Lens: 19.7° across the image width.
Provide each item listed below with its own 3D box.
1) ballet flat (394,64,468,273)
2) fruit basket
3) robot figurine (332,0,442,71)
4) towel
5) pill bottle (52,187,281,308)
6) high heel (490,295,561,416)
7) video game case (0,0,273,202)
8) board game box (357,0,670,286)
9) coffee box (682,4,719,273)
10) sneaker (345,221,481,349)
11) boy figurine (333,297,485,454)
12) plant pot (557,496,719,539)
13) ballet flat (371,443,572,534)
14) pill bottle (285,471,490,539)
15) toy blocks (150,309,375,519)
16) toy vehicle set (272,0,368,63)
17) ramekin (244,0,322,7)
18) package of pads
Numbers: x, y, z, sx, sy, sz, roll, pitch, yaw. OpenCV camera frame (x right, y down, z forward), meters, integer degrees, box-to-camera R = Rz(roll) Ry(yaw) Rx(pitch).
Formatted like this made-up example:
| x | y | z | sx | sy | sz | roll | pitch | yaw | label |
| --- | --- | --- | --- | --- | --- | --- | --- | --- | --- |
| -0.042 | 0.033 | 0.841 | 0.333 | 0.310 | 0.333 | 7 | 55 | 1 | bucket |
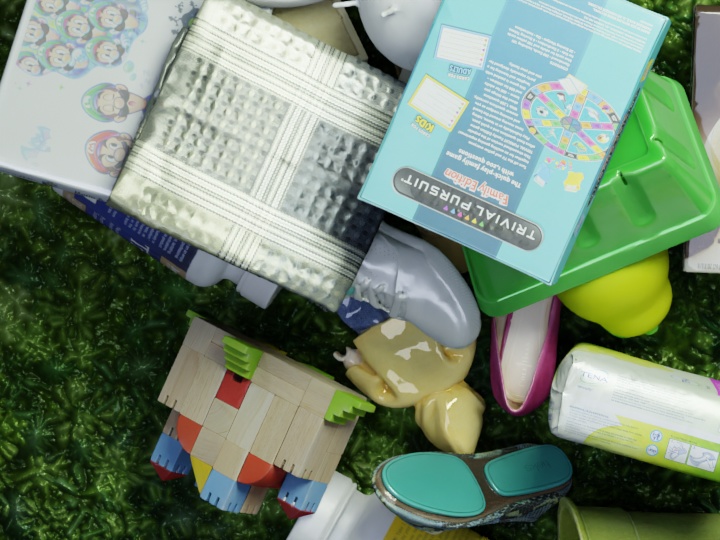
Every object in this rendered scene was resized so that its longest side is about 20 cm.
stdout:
| x | y | z | sx | sy | sz | roll | pitch | yaw | label |
| --- | --- | --- | --- | --- | --- | --- | --- | --- | --- |
| 0.053 | -0.093 | 1.635 | 0.068 | 0.063 | 0.201 | 1 | 100 | 45 | ballet flat |
| 0.173 | -0.042 | 1.565 | 0.215 | 0.216 | 0.156 | -22 | 61 | 12 | fruit basket |
| 0.081 | -0.213 | 1.558 | 0.199 | 0.169 | 0.113 | -16 | 97 | -29 | robot figurine |
| -0.068 | -0.091 | 1.548 | 0.199 | 0.035 | 0.193 | 27 | 77 | -8 | towel |
| -0.137 | -0.057 | 1.650 | 0.200 | 0.111 | 0.111 | 33 | 104 | 2 | pill bottle |
| 0.128 | 0.012 | 1.630 | 0.067 | 0.096 | 0.201 | 7 | 102 | 8 | high heel |
| -0.175 | -0.149 | 1.569 | 0.181 | 0.024 | 0.201 | 16 | 76 | -3 | video game case |
| 0.107 | -0.112 | 1.447 | 0.150 | 0.047 | 0.201 | 25 | 97 | 10 | board game box |
| 0.307 | -0.102 | 1.588 | 0.112 | 0.080 | 0.201 | 2 | 101 | 9 | coffee box |
| 0.000 | 0.000 | 1.583 | 0.200 | 0.088 | 0.075 | 43 | 145 | 12 | sneaker |
| 0.045 | 0.059 | 1.670 | 0.124 | 0.064 | 0.200 | -34 | 95 | 13 | boy figurine |
| 0.265 | 0.264 | 1.627 | 0.189 | 0.200 | 0.201 | -8 | 100 | -2 | plant pot |
| 0.082 | 0.181 | 1.639 | 0.199 | 0.074 | 0.075 | 1 | 105 | -36 | ballet flat |
| 0.039 | 0.244 | 1.682 | 0.199 | 0.111 | 0.112 | 30 | 104 | 2 | pill bottle |
| -0.091 | 0.131 | 1.656 | 0.200 | 0.100 | 0.137 | 25 | 92 | 31 | toy blocks |
| -0.110 | -0.178 | 1.610 | 0.199 | 0.027 | 0.125 | -23 | 81 | -12 | toy vehicle set |
| -0.061 | -0.307 | 1.558 | 0.201 | 0.094 | 0.203 | 1 | 77 | -5 | ramekin |
| 0.221 | 0.105 | 1.581 | 0.154 | 0.200 | 0.069 | 15 | 92 | 6 | package of pads |
